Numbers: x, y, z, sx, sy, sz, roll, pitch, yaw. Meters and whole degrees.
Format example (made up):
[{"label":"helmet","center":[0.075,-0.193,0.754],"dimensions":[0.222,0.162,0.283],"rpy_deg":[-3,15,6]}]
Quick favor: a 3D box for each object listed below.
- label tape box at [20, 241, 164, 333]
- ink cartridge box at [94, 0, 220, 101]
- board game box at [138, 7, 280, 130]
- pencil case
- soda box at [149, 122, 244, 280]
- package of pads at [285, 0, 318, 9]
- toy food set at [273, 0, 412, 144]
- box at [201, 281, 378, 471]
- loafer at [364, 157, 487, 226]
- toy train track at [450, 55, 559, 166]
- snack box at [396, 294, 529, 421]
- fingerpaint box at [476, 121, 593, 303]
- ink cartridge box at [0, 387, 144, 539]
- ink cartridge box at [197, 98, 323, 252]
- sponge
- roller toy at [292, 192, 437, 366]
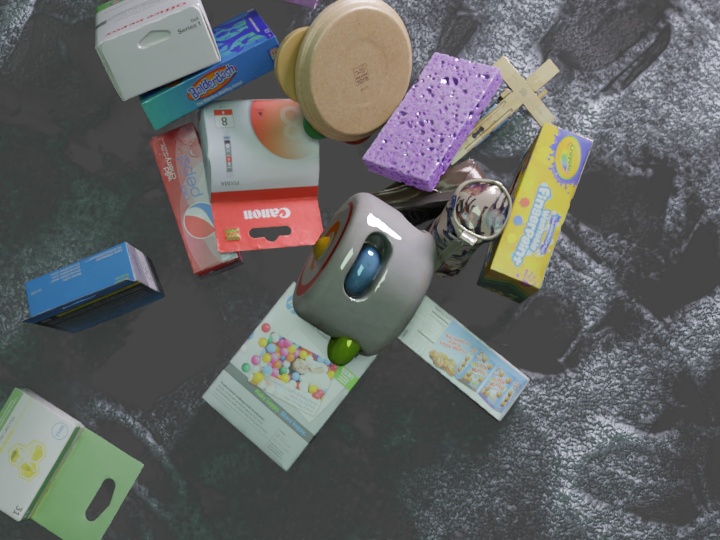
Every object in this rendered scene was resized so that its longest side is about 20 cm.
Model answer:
[{"label":"label tape box","center":[-0.349,0.021,1.247],"dimensions":[0.142,0.200,0.064],"rpy_deg":[-22,82,-2]},{"label":"ink cartridge box","center":[-0.275,-0.319,1.290],"dimensions":[0.144,0.201,0.085],"rpy_deg":[-22,123,-1]},{"label":"board game box","center":[-0.211,-0.279,1.316],"dimensions":[0.198,0.153,0.045],"rpy_deg":[-29,123,-3]},{"label":"pencil case","center":[0.129,-0.050,1.256],"dimensions":[0.078,0.200,0.090],"rpy_deg":[42,72,3]},{"label":"soda box","center":[-0.226,-0.095,1.330],"dimensions":[0.069,0.063,0.203],"rpy_deg":[-20,83,-2]},{"label":"package of pads","center":[-0.137,-0.455,1.357],"dimensions":[0.196,0.076,0.122],"rpy_deg":[16,59,2]},{"label":"toy food set","center":[-0.012,-0.269,1.303],"dimensions":[0.200,0.199,0.048],"rpy_deg":[-44,40,-13]},{"label":"box","center":[-0.094,0.144,1.307],"dimensions":[0.155,0.041,0.201],"rpy_deg":[39,84,5]},{"label":"loafer","center":[0.083,-0.107,1.330],"dimensions":[0.196,0.073,0.072],"rpy_deg":[-10,69,-3]},{"label":"toy train track","center":[0.197,-0.222,1.359],"dimensions":[0.199,0.033,0.115],"rpy_deg":[-41,90,1]},{"label":"snack box","center":[0.133,0.115,1.315],"dimensions":[0.199,0.024,0.072],"rpy_deg":[39,84,6]},{"label":"fingerpaint box","center":[0.224,-0.071,1.268],"dimensions":[0.072,0.167,0.203],"rpy_deg":[21,84,3]},{"label":"ink cartridge box","center":[-0.414,0.272,1.292],"dimensions":[0.198,0.048,0.147],"rpy_deg":[30,83,7]},{"label":"ink cartridge box","center":[-0.131,-0.133,1.307],"dimensions":[0.159,0.050,0.204],"rpy_deg":[-5,74,-22]},{"label":"sponge","center":[0.099,-0.206,1.316],"dimensions":[0.110,0.030,0.201],"rpy_deg":[23,70,32]},{"label":"roller toy","center":[0.000,0.000,1.233],"dimensions":[0.139,0.201,0.183],"rpy_deg":[31,127,-13]}]
